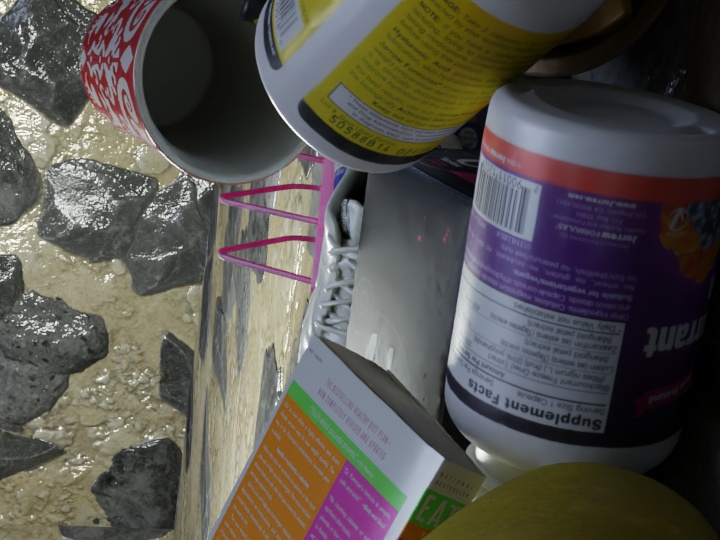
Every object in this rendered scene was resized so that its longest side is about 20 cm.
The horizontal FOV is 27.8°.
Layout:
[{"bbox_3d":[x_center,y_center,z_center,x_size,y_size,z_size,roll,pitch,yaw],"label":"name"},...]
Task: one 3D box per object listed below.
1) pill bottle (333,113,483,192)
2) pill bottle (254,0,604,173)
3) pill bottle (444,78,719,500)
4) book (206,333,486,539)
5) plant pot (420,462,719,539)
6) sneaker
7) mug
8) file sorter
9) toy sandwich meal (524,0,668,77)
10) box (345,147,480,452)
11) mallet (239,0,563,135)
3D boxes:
[{"bbox_3d":[0.039,-0.008,0.941,0.120,0.118,0.203,149,124,-76],"label":"pill bottle"},{"bbox_3d":[0.044,-0.136,0.647,0.200,0.110,0.112,-37,46,48],"label":"pill bottle"},{"bbox_3d":[0.098,0.024,0.653,0.112,0.110,0.202,-115,31,-68],"label":"pill bottle"},{"bbox_3d":[-0.030,0.147,0.673,0.201,0.048,0.134,-60,29,6],"label":"book"},{"bbox_3d":[0.082,0.162,0.568,0.142,0.198,0.201,-61,-10,-47],"label":"plant pot"},{"bbox_3d":[0.000,0.000,0.848,0.081,0.074,0.202,20,-96,-71],"label":"sneaker"},{"bbox_3d":[-0.104,-0.128,1.018,0.134,0.177,0.200,-61,27,-4],"label":"mug"},{"bbox_3d":[-0.030,-0.099,1.154,0.138,0.124,0.202,-14,-66,-56],"label":"file sorter"},{"bbox_3d":[0.082,-0.187,0.716,0.204,0.070,0.208,17,115,41],"label":"toy sandwich meal"},{"bbox_3d":[0.062,0.044,0.784,0.122,0.105,0.202,34,120,59],"label":"box"},{"bbox_3d":[0.028,-0.124,0.852,0.066,0.198,0.042,-23,50,66],"label":"mallet"}]
